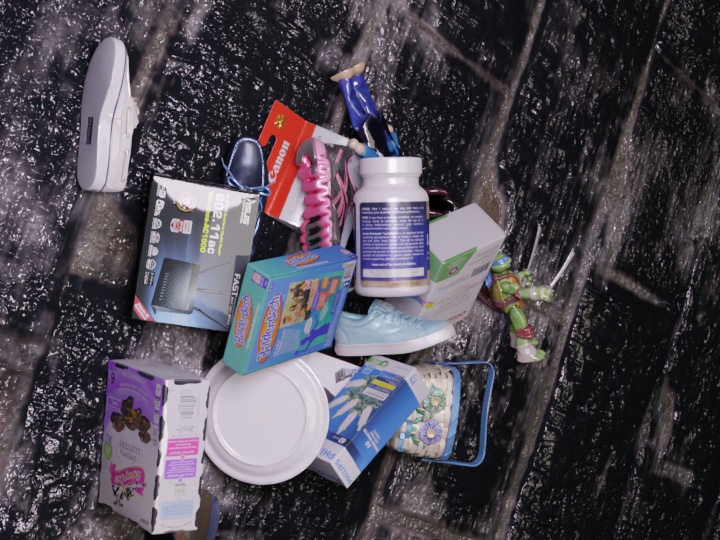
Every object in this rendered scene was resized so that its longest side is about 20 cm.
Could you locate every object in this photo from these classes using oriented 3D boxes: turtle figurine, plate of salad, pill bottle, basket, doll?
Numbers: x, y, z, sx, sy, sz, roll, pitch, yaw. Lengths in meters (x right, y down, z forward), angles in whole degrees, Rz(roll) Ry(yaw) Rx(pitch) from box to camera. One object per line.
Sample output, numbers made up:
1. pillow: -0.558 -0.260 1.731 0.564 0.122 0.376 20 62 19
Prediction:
1. turtle figurine: 0.307 0.048 2.002 0.199 0.143 0.196 -25 114 -31
2. plate of salad: -0.143 0.210 1.658 0.197 0.048 0.203 0 90 5
3. pill bottle: 0.045 -0.065 1.682 0.115 0.115 0.203 -4 96 -39
4. basket: 0.127 0.236 1.876 0.198 0.139 0.179 4 92 -30
5. doll: 0.017 -0.215 1.752 0.202 0.048 0.136 64 32 -9

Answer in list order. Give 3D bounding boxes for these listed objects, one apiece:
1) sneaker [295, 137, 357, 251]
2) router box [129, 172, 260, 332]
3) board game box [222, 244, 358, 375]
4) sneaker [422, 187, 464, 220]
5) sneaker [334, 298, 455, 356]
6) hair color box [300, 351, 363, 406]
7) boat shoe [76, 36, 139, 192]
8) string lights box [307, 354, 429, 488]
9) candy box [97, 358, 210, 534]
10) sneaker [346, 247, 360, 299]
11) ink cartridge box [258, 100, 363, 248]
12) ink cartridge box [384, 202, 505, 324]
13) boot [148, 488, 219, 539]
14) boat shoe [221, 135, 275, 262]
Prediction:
1. sneaker: -0.039 -0.097 1.693 0.095 0.079 0.203 -4 93 -39
2. router box: -0.227 -0.023 1.555 0.148 0.062 0.203 8 95 -15
3. board game box: -0.096 0.052 1.589 0.199 0.045 0.154 -13 126 -53
4. sneaker: 0.134 -0.093 1.855 0.198 0.115 0.077 10 84 -39
5. sneaker: 0.047 0.084 1.768 0.074 0.198 0.083 -40 121 -73
6. hair color box: -0.055 0.190 1.771 0.199 0.064 0.112 22 83 -38
7. boat shoe: -0.324 -0.202 1.497 0.065 0.072 0.203 3 94 -44
8. string lights box: 0.001 0.224 1.715 0.200 0.102 0.059 -46 124 -25
9. candy box: -0.279 0.231 1.521 0.071 0.167 0.203 3 93 -39
10. sneaker: 0.000 0.000 1.803 0.199 0.072 0.083 -20 151 -49
11. ink cartridge box: -0.076 -0.141 1.722 0.199 0.047 0.162 31 76 -40
12. ink cartridge box: 0.129 0.007 1.823 0.144 0.084 0.201 -23 148 -35
13. boot: -0.253 0.320 1.631 0.097 0.074 0.203 -5 99 -57
14. boat shoe: -0.162 -0.092 1.628 0.083 0.069 0.203 0 94 -8
